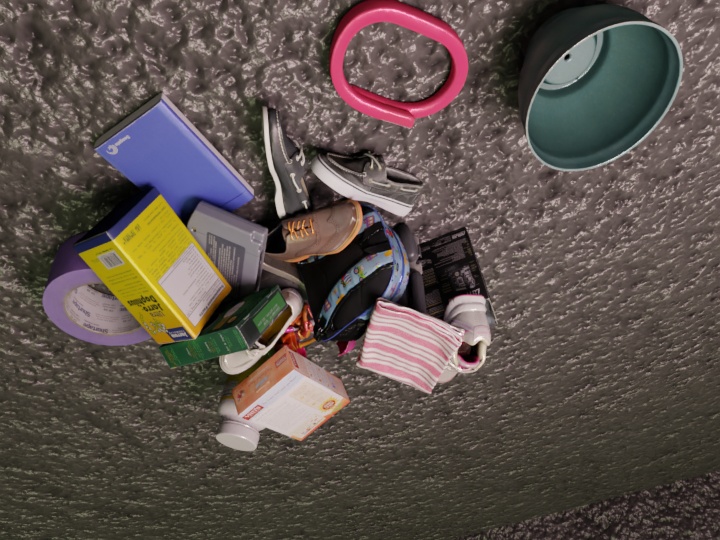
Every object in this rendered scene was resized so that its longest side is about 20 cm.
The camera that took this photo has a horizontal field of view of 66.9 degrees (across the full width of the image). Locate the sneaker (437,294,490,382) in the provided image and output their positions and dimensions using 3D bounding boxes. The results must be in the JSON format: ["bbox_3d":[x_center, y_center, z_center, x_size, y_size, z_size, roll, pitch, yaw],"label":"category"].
[{"bbox_3d":[0.159,0.135,0.908,0.078,0.090,0.204,1,137,-11],"label":"sneaker"}]

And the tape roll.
[{"bbox_3d":[-0.427,0.035,0.933,0.192,0.087,0.204,-6,138,-5],"label":"tape roll"}]

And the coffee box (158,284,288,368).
[{"bbox_3d":[-0.219,0.091,0.873,0.195,0.123,0.045,-18,109,33],"label":"coffee box"}]

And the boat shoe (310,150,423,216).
[{"bbox_3d":[0.014,-0.149,0.842,0.195,0.073,0.072,14,124,-37],"label":"boat shoe"}]

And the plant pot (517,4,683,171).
[{"bbox_3d":[0.291,-0.257,0.718,0.192,0.137,0.204,-6,139,-5],"label":"plant pot"}]

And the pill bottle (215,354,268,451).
[{"bbox_3d":[-0.223,0.249,1.106,0.108,0.206,0.114,8,145,5],"label":"pill bottle"}]

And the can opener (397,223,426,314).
[{"bbox_3d":[0.079,0.016,0.928,0.051,0.206,0.067,-13,145,16],"label":"can opener"}]

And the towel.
[{"bbox_3d":[0.071,0.129,0.864,0.142,0.031,0.203,20,141,3],"label":"towel"}]

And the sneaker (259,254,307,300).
[{"bbox_3d":[-0.142,0.012,0.988,0.105,0.077,0.197,-28,136,36],"label":"sneaker"}]

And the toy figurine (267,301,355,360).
[{"bbox_3d":[-0.090,0.112,1.050,0.178,0.153,0.203,-20,133,4],"label":"toy figurine"}]

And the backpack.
[{"bbox_3d":[0.000,0.000,0.901,0.132,0.188,0.199,9,141,-47],"label":"backpack"}]

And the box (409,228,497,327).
[{"bbox_3d":[0.130,0.041,0.992,0.194,0.168,0.087,-21,138,11],"label":"box"}]

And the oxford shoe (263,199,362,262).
[{"bbox_3d":[-0.079,-0.056,0.843,0.196,0.074,0.072,-24,166,38],"label":"oxford shoe"}]

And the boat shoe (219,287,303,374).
[{"bbox_3d":[-0.177,0.113,0.936,0.198,0.070,0.071,-40,97,13],"label":"boat shoe"}]

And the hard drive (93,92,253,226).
[{"bbox_3d":[-0.269,-0.148,0.808,0.129,0.026,0.200,-25,136,17],"label":"hard drive"}]

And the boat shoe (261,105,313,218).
[{"bbox_3d":[-0.105,-0.157,0.800,0.058,0.078,0.202,-6,150,-2],"label":"boat shoe"}]

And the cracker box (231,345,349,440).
[{"bbox_3d":[-0.124,0.232,1.007,0.133,0.058,0.200,-38,141,8],"label":"cracker box"}]

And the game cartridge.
[{"bbox_3d":[-0.222,-0.018,0.883,0.129,0.042,0.203,25,137,3],"label":"game cartridge"}]

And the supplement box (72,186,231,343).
[{"bbox_3d":[-0.311,-0.002,0.831,0.107,0.110,0.203,-10,124,37],"label":"supplement box"}]

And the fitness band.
[{"bbox_3d":[0.051,-0.274,0.730,0.193,0.038,0.146,11,132,-23],"label":"fitness band"}]
